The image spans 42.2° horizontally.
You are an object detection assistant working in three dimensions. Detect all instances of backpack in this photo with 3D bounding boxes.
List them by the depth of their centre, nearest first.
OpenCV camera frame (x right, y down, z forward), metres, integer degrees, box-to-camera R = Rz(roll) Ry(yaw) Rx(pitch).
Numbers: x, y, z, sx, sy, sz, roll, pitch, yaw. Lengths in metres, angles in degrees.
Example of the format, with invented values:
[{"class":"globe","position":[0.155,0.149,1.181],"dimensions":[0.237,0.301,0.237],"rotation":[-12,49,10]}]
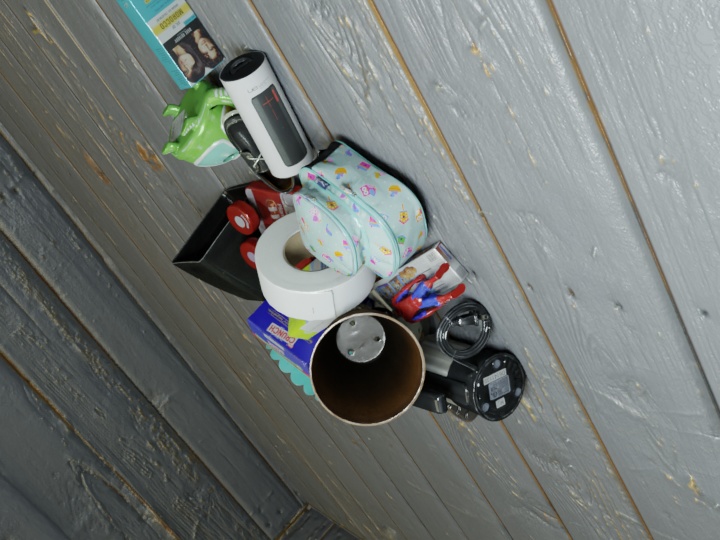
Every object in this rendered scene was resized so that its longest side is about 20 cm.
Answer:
[{"class":"backpack","position":[-0.001,-0.081,1.447],"dimensions":[0.199,0.153,0.176],"rotation":[27,149,24]}]

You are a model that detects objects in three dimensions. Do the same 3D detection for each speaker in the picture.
[{"class":"speaker","position":[-0.149,-0.249,1.502],"dimensions":[0.081,0.081,0.201],"rotation":[24,150,44]}]

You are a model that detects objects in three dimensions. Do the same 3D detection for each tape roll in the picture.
[{"class":"tape roll","position":[-0.074,-0.013,1.561],"dimensions":[0.202,0.202,0.071],"rotation":[32,147,31]}]

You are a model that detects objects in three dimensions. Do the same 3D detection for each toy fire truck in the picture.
[{"class":"toy fire truck","position":[-0.144,-0.078,1.755],"dimensions":[0.167,0.112,0.201],"rotation":[14,134,38]}]

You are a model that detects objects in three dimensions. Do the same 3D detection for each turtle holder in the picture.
[{"class":"turtle holder","position":[-0.254,-0.264,1.625],"dimensions":[0.131,0.186,0.141],"rotation":[18,-151,-31]}]

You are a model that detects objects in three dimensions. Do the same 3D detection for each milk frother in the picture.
[{"class":"milk frother","position":[0.161,0.142,1.616],"dimensions":[0.188,0.180,0.201],"rotation":[12,99,54]}]

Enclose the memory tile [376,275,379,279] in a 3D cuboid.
[{"class":"memory tile","position":[0.008,-0.042,1.637],"dimensions":[0.153,0.017,0.201],"rotation":[9,132,53]}]

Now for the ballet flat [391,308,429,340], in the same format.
[{"class":"ballet flat","position":[0.095,0.130,1.719],"dimensions":[0.067,0.064,0.201],"rotation":[-2,127,9]}]

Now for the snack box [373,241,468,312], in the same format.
[{"class":"snack box","position":[0.094,0.016,1.553],"dimensions":[0.072,0.024,0.200],"rotation":[47,145,-8]}]

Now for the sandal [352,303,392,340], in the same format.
[{"class":"sandal","position":[0.055,0.109,1.796],"dimensions":[0.200,0.057,0.080],"rotation":[25,134,-1]}]

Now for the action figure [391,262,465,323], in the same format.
[{"class":"action figure","position":[0.103,0.043,1.512],"dimensions":[0.065,0.052,0.200],"rotation":[48,150,-3]}]

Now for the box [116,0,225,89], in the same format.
[{"class":"box","position":[-0.315,-0.402,1.524],"dimensions":[0.049,0.082,0.200],"rotation":[9,139,57]}]

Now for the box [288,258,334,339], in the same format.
[{"class":"box","position":[-0.077,0.044,1.721],"dimensions":[0.047,0.123,0.200],"rotation":[11,158,-22]}]

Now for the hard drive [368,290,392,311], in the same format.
[{"class":"hard drive","position":[0.000,0.000,1.763],"dimensions":[0.199,0.026,0.132],"rotation":[30,154,34]}]

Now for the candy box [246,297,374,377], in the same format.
[{"class":"candy box","position":[-0.098,0.088,1.867],"dimensions":[0.169,0.200,0.077],"rotation":[34,157,26]}]

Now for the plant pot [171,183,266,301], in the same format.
[{"class":"plant pot","position":[-0.238,-0.043,1.924],"dimensions":[0.177,0.200,0.200],"rotation":[40,162,-21]}]

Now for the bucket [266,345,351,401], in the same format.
[{"class":"bucket","position":[-0.103,0.191,2.161],"dimensions":[0.207,0.135,0.207],"rotation":[39,159,18]}]

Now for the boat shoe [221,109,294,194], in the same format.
[{"class":"boat shoe","position":[-0.168,-0.203,1.590],"dimensions":[0.200,0.072,0.068],"rotation":[52,-166,-54]}]

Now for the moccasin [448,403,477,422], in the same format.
[{"class":"moccasin","position":[0.150,0.220,1.831],"dimensions":[0.201,0.074,0.078],"rotation":[37,167,14]}]

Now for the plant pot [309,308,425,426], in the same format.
[{"class":"plant pot","position":[0.007,0.141,1.585],"dimensions":[0.187,0.187,0.200],"rotation":[48,-175,-10]}]
